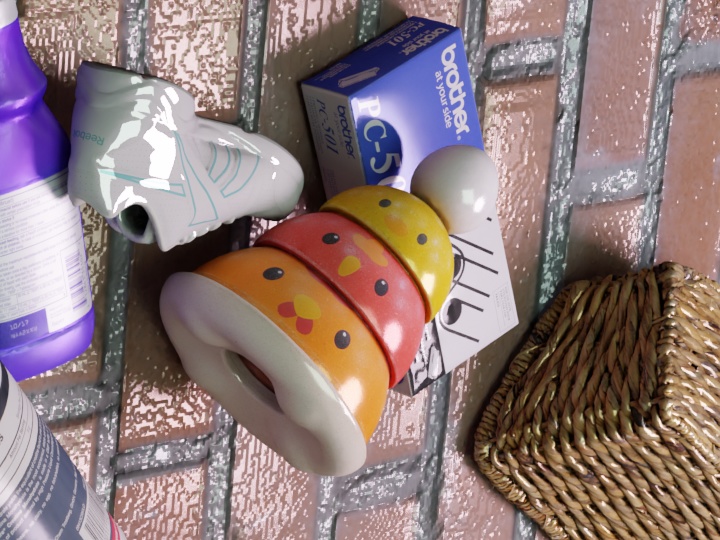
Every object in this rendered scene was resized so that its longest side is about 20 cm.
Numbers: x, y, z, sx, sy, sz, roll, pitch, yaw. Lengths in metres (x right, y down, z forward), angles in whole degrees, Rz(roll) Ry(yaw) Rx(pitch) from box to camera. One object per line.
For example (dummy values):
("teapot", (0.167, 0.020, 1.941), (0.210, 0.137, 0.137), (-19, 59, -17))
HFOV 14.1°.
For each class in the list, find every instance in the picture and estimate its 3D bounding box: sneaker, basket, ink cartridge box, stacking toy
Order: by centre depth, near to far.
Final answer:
("sneaker", (-0.098, -0.048, 1.527), (0.200, 0.070, 0.081), (24, 80, -60))
("stacking toy", (0.000, 0.000, 1.598), (0.200, 0.146, 0.146), (-47, 131, -19))
("ink cartridge box", (0.030, -0.037, 1.689), (0.094, 0.044, 0.201), (-34, 125, -32))
("basket", (0.178, 0.091, 1.860), (0.200, 0.149, 0.143), (42, 42, -43))

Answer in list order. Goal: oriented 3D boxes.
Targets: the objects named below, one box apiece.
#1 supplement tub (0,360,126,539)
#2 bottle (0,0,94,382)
("supplement tub", (-0.215, 0.112, 1.437), (0.140, 0.140, 0.200), (-45, 123, -22))
("bottle", (-0.185, -0.045, 1.470), (0.083, 0.065, 0.201), (-24, 119, -34))
